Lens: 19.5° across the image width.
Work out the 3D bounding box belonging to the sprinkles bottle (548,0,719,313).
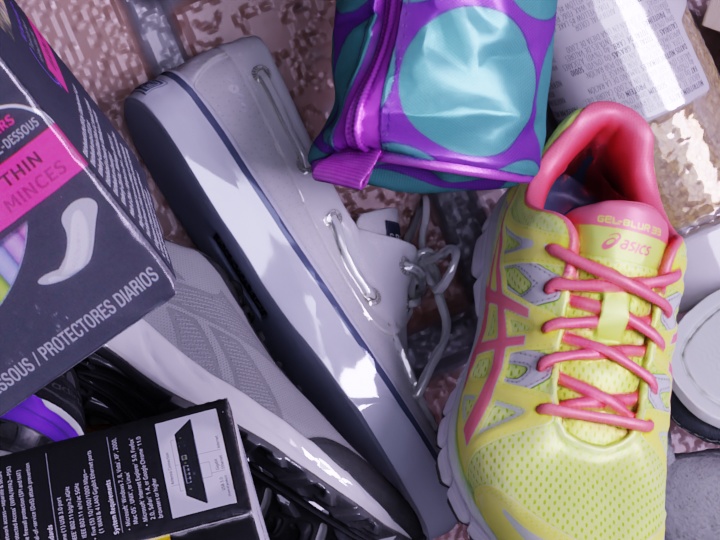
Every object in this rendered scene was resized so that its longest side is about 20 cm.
[{"bbox_3d":[0.099,-0.084,0.804,0.068,0.068,0.200,-28,97,-10],"label":"sprinkles bottle"}]

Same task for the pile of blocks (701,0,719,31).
[{"bbox_3d":[0.218,-0.078,0.832,0.199,0.082,0.062,8,112,-18],"label":"pile of blocks"}]

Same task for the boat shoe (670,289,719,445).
[{"bbox_3d":[0.188,0.039,0.801,0.200,0.060,0.076,-7,56,-30],"label":"boat shoe"}]

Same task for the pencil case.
[{"bbox_3d":[0.028,-0.127,0.719,0.092,0.085,0.201,-1,96,-57],"label":"pencil case"}]

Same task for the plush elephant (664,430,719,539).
[{"bbox_3d":[0.113,0.132,0.776,0.164,0.200,0.155,31,67,-4],"label":"plush elephant"}]

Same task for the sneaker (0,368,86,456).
[{"bbox_3d":[-0.172,0.084,0.738,0.200,0.100,0.070,-23,125,25],"label":"sneaker"}]

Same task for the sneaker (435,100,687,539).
[{"bbox_3d":[0.074,0.020,0.710,0.078,0.090,0.200,11,45,-13],"label":"sneaker"}]

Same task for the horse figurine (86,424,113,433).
[{"bbox_3d":[-0.074,0.141,0.783,0.132,0.050,0.201,-15,97,-6],"label":"horse figurine"}]

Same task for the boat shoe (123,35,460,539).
[{"bbox_3d":[-0.002,0.000,0.789,0.086,0.075,0.202,-33,91,-18],"label":"boat shoe"}]

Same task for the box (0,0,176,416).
[{"bbox_3d":[-0.163,-0.052,0.632,0.122,0.106,0.200,-36,113,4],"label":"box"}]

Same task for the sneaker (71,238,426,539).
[{"bbox_3d":[-0.054,0.037,0.750,0.200,0.074,0.079,38,51,8],"label":"sneaker"}]

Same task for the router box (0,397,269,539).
[{"bbox_3d":[-0.092,0.137,0.679,0.149,0.051,0.200,-14,137,-2],"label":"router box"}]
